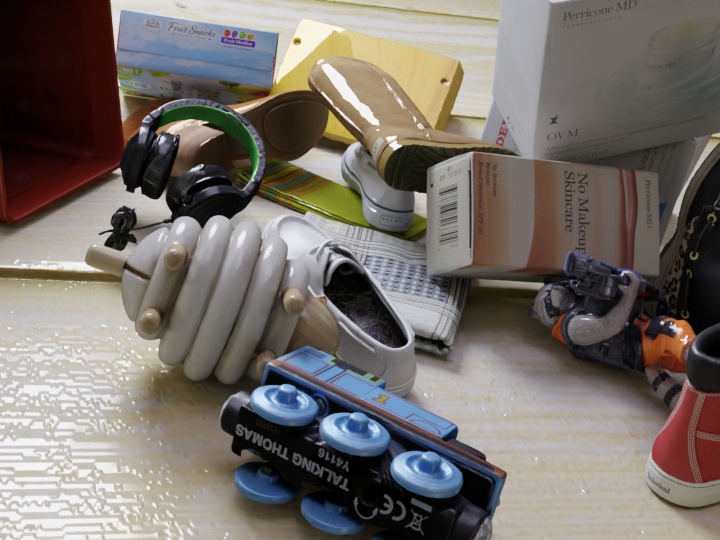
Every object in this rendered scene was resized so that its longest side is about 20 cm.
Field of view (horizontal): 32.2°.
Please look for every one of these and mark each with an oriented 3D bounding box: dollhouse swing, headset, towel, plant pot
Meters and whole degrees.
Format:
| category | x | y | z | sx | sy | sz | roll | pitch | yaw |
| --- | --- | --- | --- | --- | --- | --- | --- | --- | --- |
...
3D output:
| category | x | y | z | sx | sy | sz | roll | pitch | yaw |
| --- | --- | --- | --- | --- | --- | --- | --- | --- | --- |
| dollhouse swing | 0.011 | -0.195 | 1.522 | 0.199 | 0.176 | 0.183 | 17 | 68 | 10 |
| headset | -0.166 | -0.088 | 1.139 | 0.123 | 0.094 | 0.200 | 35 | 56 | 4 |
| towel | -0.026 | -0.074 | 1.279 | 0.199 | 0.018 | 0.086 | 23 | 29 | 22 |
| plant pot | -0.355 | -0.175 | 1.171 | 0.175 | 0.201 | 0.200 | 7 | 23 | 21 |
| towel | 0.000 | 0.000 | 1.121 | 0.199 | 0.035 | 0.193 | 14 | 26 | 6 |

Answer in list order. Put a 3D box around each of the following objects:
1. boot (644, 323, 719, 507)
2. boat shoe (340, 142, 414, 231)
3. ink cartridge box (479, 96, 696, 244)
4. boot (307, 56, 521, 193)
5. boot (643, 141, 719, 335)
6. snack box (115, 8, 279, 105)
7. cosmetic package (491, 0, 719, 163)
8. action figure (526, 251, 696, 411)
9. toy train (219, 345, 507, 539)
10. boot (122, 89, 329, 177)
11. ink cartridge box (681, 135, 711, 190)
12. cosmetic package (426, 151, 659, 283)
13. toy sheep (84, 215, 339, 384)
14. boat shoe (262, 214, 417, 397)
| category | x | y | z | sx | sy | sz | roll | pitch | yaw |
| --- | --- | --- | --- | --- | --- | --- | --- | --- | --- |
| boot | 0.310 | 0.090 | 0.941 | 0.199 | 0.145 | 0.072 | -7 | 29 | -36 |
| boat shoe | 0.028 | -0.106 | 1.283 | 0.073 | 0.067 | 0.200 | 8 | 23 | -16 |
| ink cartridge box | 0.217 | -0.096 | 1.260 | 0.199 | 0.146 | 0.084 | 21 | 10 | 19 |
| boot | 0.057 | -0.141 | 1.220 | 0.174 | 0.066 | 0.200 | 13 | 26 | -30 |
| boot | 0.347 | -0.009 | 1.099 | 0.073 | 0.205 | 0.154 | 2 | 30 | -38 |
| snack box | -0.183 | -0.228 | 1.381 | 0.167 | 0.068 | 0.200 | 7 | -3 | -9 |
| cosmetic package | 0.235 | -0.215 | 1.127 | 0.198 | 0.201 | 0.123 | -13 | 50 | -9 |
| action figure | 0.220 | 0.053 | 1.033 | 0.193 | 0.105 | 0.200 | 25 | 4 | 36 |
| toy train | 0.005 | 0.123 | 0.822 | 0.199 | 0.087 | 0.114 | 22 | 22 | 22 |
| boot | -0.146 | -0.156 | 1.309 | 0.199 | 0.074 | 0.154 | -23 | 30 | -37 |
| ink cartridge box | 0.285 | -0.150 | 1.375 | 0.175 | 0.200 | 0.045 | 14 | 65 | 4 |
| cosmetic package | 0.165 | -0.043 | 1.124 | 0.199 | 0.104 | 0.087 | 2 | -7 | -26 |
| toy sheep | -0.108 | 0.020 | 0.927 | 0.199 | 0.138 | 0.138 | 25 | 24 | -8 |
| boat shoe | -0.018 | 0.014 | 0.996 | 0.072 | 0.069 | 0.200 | -14 | 51 | -22 |
